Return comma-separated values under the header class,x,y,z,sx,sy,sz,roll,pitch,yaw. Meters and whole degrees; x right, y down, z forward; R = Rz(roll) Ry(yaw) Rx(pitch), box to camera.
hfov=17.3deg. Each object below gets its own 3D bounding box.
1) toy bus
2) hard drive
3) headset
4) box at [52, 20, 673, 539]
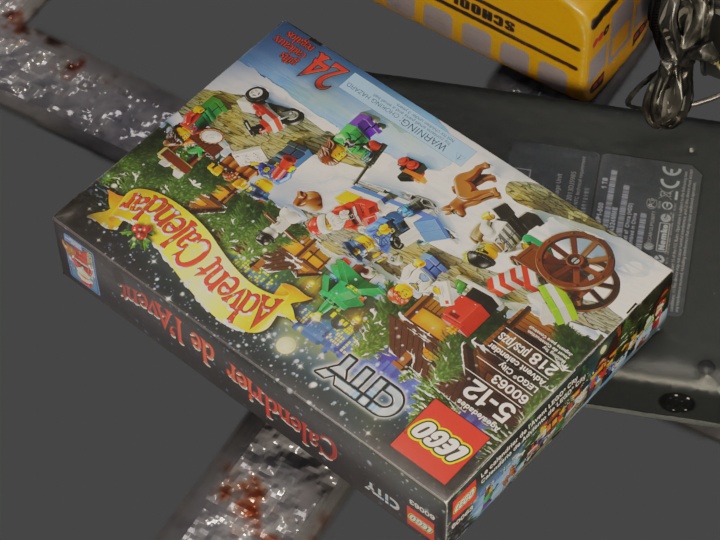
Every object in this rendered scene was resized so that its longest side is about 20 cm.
class,x,y,z,sx,sy,sz,roll,pitch,yaw
toy bus,0.031,-0.156,1.047,0.200,0.078,0.065,28,59,20
hard drive,0.059,-0.014,0.968,0.200,0.033,0.140,9,54,7
headset,0.176,-0.114,0.994,0.123,0.094,0.200,25,41,28
box,0.000,0.000,0.913,0.200,0.038,0.137,34,60,23
